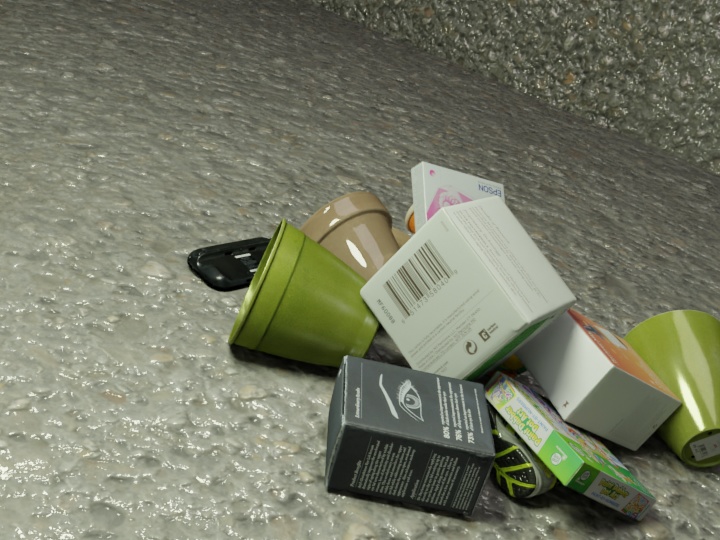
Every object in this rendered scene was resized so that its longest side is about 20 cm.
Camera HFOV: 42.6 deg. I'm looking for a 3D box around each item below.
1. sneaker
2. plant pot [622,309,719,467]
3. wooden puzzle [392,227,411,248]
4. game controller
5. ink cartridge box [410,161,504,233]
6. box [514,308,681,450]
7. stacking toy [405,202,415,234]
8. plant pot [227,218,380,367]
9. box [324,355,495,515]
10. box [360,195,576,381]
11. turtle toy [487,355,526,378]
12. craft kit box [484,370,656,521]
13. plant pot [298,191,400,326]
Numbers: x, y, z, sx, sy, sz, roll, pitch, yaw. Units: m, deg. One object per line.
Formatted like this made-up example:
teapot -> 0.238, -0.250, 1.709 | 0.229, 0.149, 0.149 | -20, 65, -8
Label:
sneaker -> 0.200, 0.239, 1.290 | 0.076, 0.076, 0.201 | 12, 31, -36
plant pot -> 0.515, 0.200, 1.447 | 0.185, 0.188, 0.201 | 10, 40, -12
wooden puzzle -> 0.110, 0.003, 1.688 | 0.184, 0.046, 0.201 | 25, 21, -36
game controller -> -0.202, -0.012, 1.606 | 0.199, 0.042, 0.104 | -14, 53, -46
ink cartridge box -> 0.182, -0.078, 1.650 | 0.194, 0.043, 0.203 | 11, 65, -33
box -> 0.352, 0.159, 1.375 | 0.199, 0.107, 0.153 | 26, 21, -40
stacking toy -> 0.183, -0.049, 1.724 | 0.145, 0.146, 0.202 | -5, 58, -37
plant pot -> -0.071, 0.055, 1.380 | 0.191, 0.202, 0.201 | 25, 24, -8
box -> 0.060, 0.209, 1.189 | 0.197, 0.105, 0.149 | 13, 28, -5
box -> 0.152, 0.036, 1.314 | 0.201, 0.199, 0.171 | 54, 34, 14
turtle toy -> 0.200, 0.111, 1.495 | 0.198, 0.102, 0.146 | 26, 32, 15
craft kit box -> 0.283, 0.239, 1.263 | 0.196, 0.049, 0.200 | 27, 14, -39
plant pot -> 0.000, 0.000, 1.548 | 0.199, 0.201, 0.175 | -11, 54, -44
